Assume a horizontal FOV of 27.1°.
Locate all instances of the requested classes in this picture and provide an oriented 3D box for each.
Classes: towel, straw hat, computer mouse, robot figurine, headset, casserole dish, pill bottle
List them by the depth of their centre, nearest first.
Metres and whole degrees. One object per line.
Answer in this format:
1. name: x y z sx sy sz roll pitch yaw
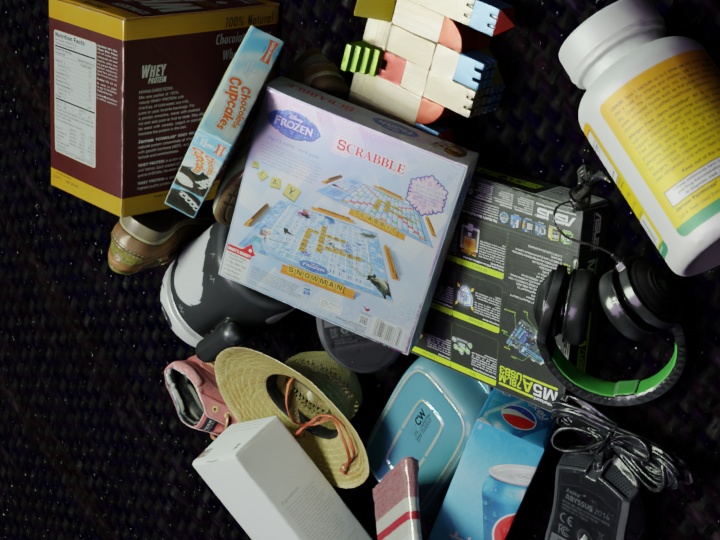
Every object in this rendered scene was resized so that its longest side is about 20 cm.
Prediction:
1. pill bottle: 0.238 -0.107 1.145 0.113 0.113 0.200 -47 66 44
2. headset: 0.202 0.017 1.234 0.123 0.094 0.200 -7 120 23
3. computer mouse: 0.217 0.211 1.300 0.138 0.053 0.200 29 124 37
4. towel: 0.044 0.286 1.396 0.144 0.023 0.200 118 148 -69
5. computer mouse: 0.000 0.000 1.454 0.138 0.053 0.200 -5 109 6
6. casserole dish: 0.065 0.165 1.469 0.121 0.039 0.200 49 132 26
7. straw hat: -0.047 0.128 1.538 0.201 0.085 0.201 30 147 22
8. robot figurine: -0.130 0.007 1.571 0.200 0.150 0.125 -35 88 47

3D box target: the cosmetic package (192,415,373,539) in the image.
1. cosmetic package: -0.074 0.251 1.560 0.200 0.074 0.102 55 146 -12

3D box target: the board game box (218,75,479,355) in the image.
1. board game box: -0.014 -0.050 1.361 0.200 0.041 0.200 23 118 11

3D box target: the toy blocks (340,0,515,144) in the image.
1. toy blocks: 0.069 -0.185 1.335 0.137 0.100 0.200 29 119 26

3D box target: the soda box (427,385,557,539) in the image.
1. soda box: 0.116 0.210 1.389 0.068 0.064 0.200 24 123 9

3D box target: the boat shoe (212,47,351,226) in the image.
1. boat shoe: -0.082 -0.128 1.434 0.200 0.072 0.076 -47 50 28

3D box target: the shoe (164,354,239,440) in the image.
1. shoe: -0.137 0.173 1.653 0.200 0.091 0.072 55 135 22

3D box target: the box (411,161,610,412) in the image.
1. box: 0.127 0.009 1.351 0.200 0.047 0.194 20 117 42

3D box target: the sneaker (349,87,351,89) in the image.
1. sneaker: -0.055 -0.101 1.492 0.200 0.078 0.100 -31 74 48

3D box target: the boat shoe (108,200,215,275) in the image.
1. boat shoe: -0.216 -0.046 1.597 0.072 0.200 0.068 36 110 10

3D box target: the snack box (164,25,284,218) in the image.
1. snack box: -0.130 -0.135 1.397 0.037 0.116 0.200 26 158 -7

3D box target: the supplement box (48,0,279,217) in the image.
1. supplement box: -0.203 -0.182 1.544 0.133 0.197 0.200 23 118 42
